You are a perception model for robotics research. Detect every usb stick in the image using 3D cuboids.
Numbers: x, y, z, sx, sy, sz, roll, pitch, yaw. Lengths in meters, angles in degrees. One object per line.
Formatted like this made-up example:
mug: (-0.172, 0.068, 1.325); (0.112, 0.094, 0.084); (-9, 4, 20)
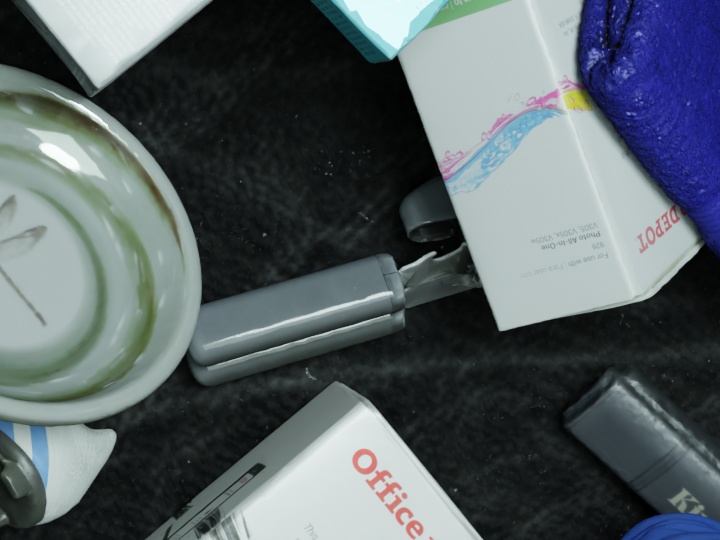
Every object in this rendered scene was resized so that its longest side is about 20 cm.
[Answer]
usb stick: (0.193, 0.128, 1.088); (0.200, 0.033, 0.055); (43, 122, -3)

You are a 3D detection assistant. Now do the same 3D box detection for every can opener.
can opener: (0.000, 0.000, 1.060); (0.199, 0.053, 0.067); (-16, 66, -8)

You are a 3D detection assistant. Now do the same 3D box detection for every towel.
towel: (0.179, -0.090, 1.003); (0.200, 0.049, 0.148); (44, 44, -39)

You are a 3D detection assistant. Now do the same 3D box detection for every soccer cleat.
soccer cleat: (-0.205, 0.041, 1.018); (0.200, 0.070, 0.086); (50, 41, 4)

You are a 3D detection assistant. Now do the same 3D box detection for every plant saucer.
plant saucer: (-0.175, -0.007, 0.986); (0.200, 0.050, 0.201); (19, 51, -25)

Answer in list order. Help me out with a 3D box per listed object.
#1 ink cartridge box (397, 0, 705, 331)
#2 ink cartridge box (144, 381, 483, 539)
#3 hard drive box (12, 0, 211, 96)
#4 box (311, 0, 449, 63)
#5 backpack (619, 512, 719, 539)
ink cartridge box: (0.098, -0.089, 1.005); (0.087, 0.145, 0.201); (-17, 100, 33)
ink cartridge box: (-0.036, 0.177, 1.043); (0.200, 0.084, 0.146); (-39, 101, -5)
hard drive box: (-0.074, -0.175, 0.969); (0.200, 0.156, 0.077); (-40, 99, -5)
box: (-0.032, -0.189, 0.872); (0.200, 0.049, 0.082); (45, 86, -10)
backpack: (0.160, 0.225, 1.038); (0.162, 0.168, 0.200); (27, 96, -14)
